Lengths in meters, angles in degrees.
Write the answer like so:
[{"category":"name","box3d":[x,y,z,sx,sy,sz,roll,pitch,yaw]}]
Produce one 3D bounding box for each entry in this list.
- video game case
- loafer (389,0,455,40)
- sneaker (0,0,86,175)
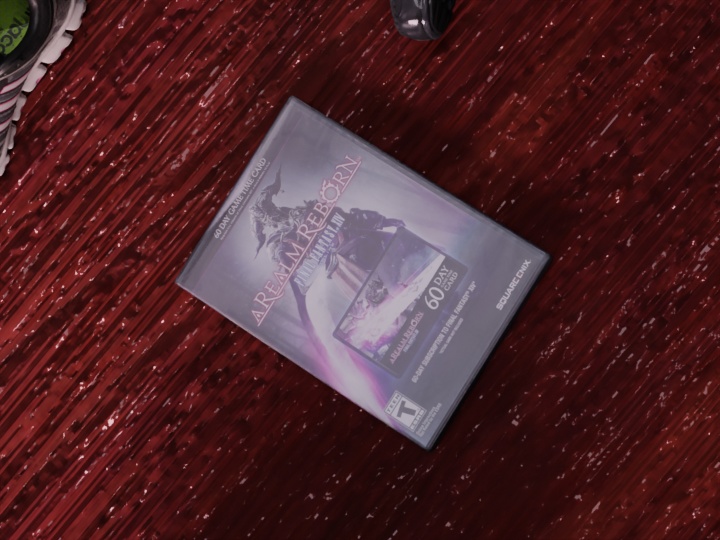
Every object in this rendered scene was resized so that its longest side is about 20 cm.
[{"category":"video game case","box3d":[0.000,0.000,1.200,0.199,0.019,0.143,32,90,14]},{"category":"loafer","box3d":[0.020,-0.238,1.208,0.070,0.068,0.202,-11,74,19]},{"category":"sneaker","box3d":[-0.254,-0.124,1.237,0.074,0.087,0.201,32,90,15]}]
